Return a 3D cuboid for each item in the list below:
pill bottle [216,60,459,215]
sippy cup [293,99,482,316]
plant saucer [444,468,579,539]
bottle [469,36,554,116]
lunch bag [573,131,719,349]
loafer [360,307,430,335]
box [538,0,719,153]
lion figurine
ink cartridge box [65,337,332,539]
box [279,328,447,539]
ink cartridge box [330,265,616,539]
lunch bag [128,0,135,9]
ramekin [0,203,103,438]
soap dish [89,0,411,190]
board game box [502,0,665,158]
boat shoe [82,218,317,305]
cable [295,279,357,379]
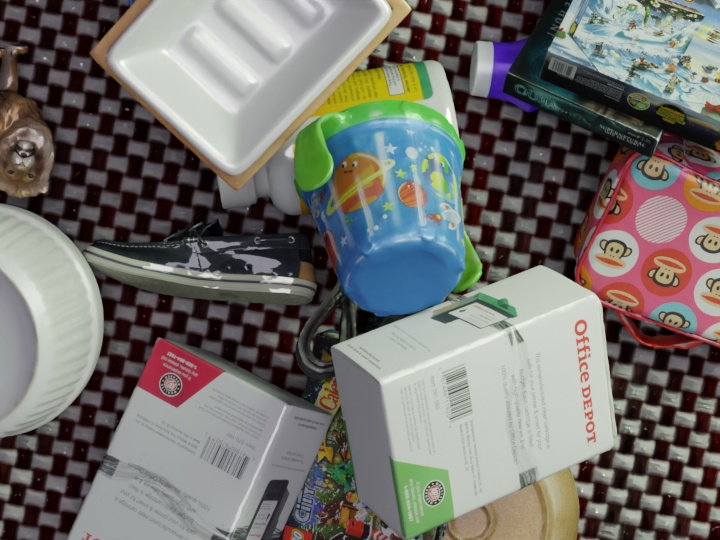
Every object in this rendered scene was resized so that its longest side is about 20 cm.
[{"bbox_3d":[-0.023,-0.107,1.497,0.200,0.113,0.113,-10,92,-3],"label":"pill bottle"},{"bbox_3d":[0.024,-0.041,1.396,0.178,0.140,0.130,3,49,-17],"label":"sippy cup"},{"bbox_3d":[0.094,0.214,1.551,0.200,0.035,0.200,0,91,-3],"label":"plant saucer"},{"bbox_3d":[0.194,-0.163,1.522,0.200,0.084,0.065,4,128,-4],"label":"bottle"},{"bbox_3d":[0.285,-0.010,1.519,0.200,0.082,0.176,22,114,-4],"label":"lunch bag"},{"bbox_3d":[0.091,0.095,1.535,0.200,0.068,0.070,34,98,2],"label":"loafer"},{"bbox_3d":[0.260,-0.174,1.437,0.200,0.040,0.137,24,58,7],"label":"box"},{"bbox_3d":[-0.347,-0.136,1.507,0.200,0.072,0.123,13,104,10],"label":"lion figurine"},{"bbox_3d":[-0.135,0.178,1.485,0.145,0.083,0.200,25,91,28],"label":"ink cartridge box"},{"bbox_3d":[0.012,0.163,1.507,0.136,0.038,0.200,13,101,16],"label":"box"},{"bbox_3d":[0.092,0.100,1.407,0.200,0.084,0.146,-20,117,-23],"label":"ink cartridge box"},{"bbox_3d":[-0.088,-0.227,1.478,0.200,0.132,0.136,1,107,2],"label":"lunch bag"},{"bbox_3d":[-0.321,0.049,1.465,0.200,0.105,0.200,2,100,9],"label":"ramekin"},{"bbox_3d":[-0.084,-0.187,1.379,0.157,0.081,0.200,42,105,-10],"label":"soap dish"},{"bbox_3d":[0.220,-0.195,1.487,0.135,0.028,0.200,25,58,10],"label":"board game box"},{"bbox_3d":[-0.134,-0.011,1.512,0.200,0.075,0.062,5,78,4],"label":"boat shoe"},{"bbox_3d":[0.000,0.000,1.495,0.097,0.050,0.200,40,54,6],"label":"cable"}]
